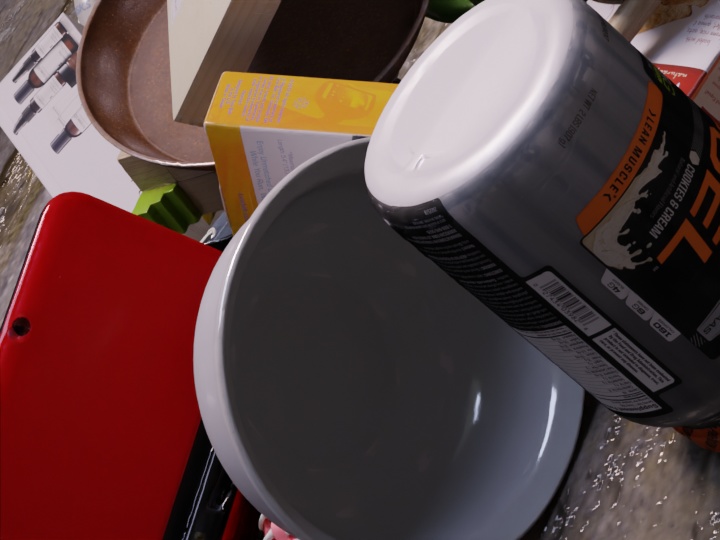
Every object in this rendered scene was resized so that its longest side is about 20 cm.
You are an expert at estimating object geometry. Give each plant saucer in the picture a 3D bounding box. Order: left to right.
[{"bbox_3d":[-0.050,-0.123,1.473,0.200,0.034,0.200,-15,48,17],"label":"plant saucer"}]

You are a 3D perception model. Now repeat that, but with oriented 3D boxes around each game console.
[{"bbox_3d":[-0.109,0.090,1.382,0.172,0.119,0.200,73,-147,-70],"label":"game console"}]

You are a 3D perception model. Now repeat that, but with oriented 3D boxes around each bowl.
[{"bbox_3d":[-0.002,0.043,1.298,0.090,0.201,0.201,-10,47,54],"label":"bowl"}]

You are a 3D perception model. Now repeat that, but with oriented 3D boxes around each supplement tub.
[{"bbox_3d":[0.109,-0.017,1.200,0.123,0.200,0.123,-36,31,26],"label":"supplement tub"}]

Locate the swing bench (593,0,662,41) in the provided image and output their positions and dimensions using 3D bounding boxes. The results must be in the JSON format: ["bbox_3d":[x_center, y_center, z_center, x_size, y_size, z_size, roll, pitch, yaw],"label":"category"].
[{"bbox_3d":[0.104,-0.230,1.367,0.200,0.130,0.199,-41,51,10],"label":"swing bench"}]

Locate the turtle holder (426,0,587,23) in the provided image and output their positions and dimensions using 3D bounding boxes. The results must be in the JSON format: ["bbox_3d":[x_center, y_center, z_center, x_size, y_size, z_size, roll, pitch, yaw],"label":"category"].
[{"bbox_3d":[0.086,-0.206,1.555,0.185,0.132,0.141,-1,55,57],"label":"turtle holder"}]

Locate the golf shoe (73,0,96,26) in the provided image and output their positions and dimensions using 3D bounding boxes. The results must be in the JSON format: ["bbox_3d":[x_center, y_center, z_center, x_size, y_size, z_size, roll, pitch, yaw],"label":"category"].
[{"bbox_3d":[-0.164,-0.138,1.903,0.078,0.097,0.200,-25,37,38],"label":"golf shoe"}]

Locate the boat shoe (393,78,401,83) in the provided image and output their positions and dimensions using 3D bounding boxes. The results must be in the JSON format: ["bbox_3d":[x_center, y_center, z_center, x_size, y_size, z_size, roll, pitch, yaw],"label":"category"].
[{"bbox_3d":[-0.026,-0.096,1.659,0.200,0.072,0.068,-5,55,58],"label":"boat shoe"}]

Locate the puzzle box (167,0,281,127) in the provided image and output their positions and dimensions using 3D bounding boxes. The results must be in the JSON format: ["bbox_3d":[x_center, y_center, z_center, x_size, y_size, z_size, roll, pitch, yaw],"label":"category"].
[{"bbox_3d":[-0.065,-0.187,1.433,0.133,0.025,0.200,119,154,-44],"label":"puzzle box"}]

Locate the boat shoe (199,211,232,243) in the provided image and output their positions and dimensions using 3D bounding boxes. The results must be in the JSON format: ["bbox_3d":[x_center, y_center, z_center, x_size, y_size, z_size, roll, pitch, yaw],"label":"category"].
[{"bbox_3d":[-0.075,0.013,1.593,0.200,0.075,0.062,-56,28,-13],"label":"boat shoe"}]

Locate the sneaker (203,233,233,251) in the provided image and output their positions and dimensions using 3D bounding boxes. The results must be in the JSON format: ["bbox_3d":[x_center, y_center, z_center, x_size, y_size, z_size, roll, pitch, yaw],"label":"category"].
[{"bbox_3d":[0.001,-0.002,1.459,0.200,0.104,0.060,-24,37,43],"label":"sneaker"}]

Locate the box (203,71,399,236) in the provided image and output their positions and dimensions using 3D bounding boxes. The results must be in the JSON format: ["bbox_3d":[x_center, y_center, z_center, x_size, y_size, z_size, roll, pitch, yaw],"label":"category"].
[{"bbox_3d":[0.034,-0.035,1.359,0.200,0.119,0.041,4,51,13],"label":"box"}]

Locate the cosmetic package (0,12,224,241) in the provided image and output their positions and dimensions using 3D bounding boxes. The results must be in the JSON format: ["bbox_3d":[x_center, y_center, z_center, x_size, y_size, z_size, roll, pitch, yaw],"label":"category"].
[{"bbox_3d":[-0.159,-0.072,1.787,0.083,0.051,0.200,-49,47,9],"label":"cosmetic package"}]

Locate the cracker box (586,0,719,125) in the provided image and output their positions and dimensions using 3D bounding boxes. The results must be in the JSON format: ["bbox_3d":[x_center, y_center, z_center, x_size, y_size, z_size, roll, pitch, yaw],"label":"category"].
[{"bbox_3d":[0.180,-0.138,1.403,0.200,0.058,0.134,-57,29,-10],"label":"cracker box"}]

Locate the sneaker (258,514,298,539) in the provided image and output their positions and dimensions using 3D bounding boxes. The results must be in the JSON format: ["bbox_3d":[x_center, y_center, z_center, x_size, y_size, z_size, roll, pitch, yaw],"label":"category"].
[{"bbox_3d":[-0.025,0.120,1.362,0.074,0.087,0.200,-27,35,41],"label":"sneaker"}]

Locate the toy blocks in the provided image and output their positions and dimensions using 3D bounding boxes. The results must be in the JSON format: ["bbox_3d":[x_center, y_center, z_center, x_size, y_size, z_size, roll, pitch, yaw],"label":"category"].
[{"bbox_3d":[-0.040,-0.107,1.531,0.137,0.100,0.200,-14,37,34],"label":"toy blocks"}]
